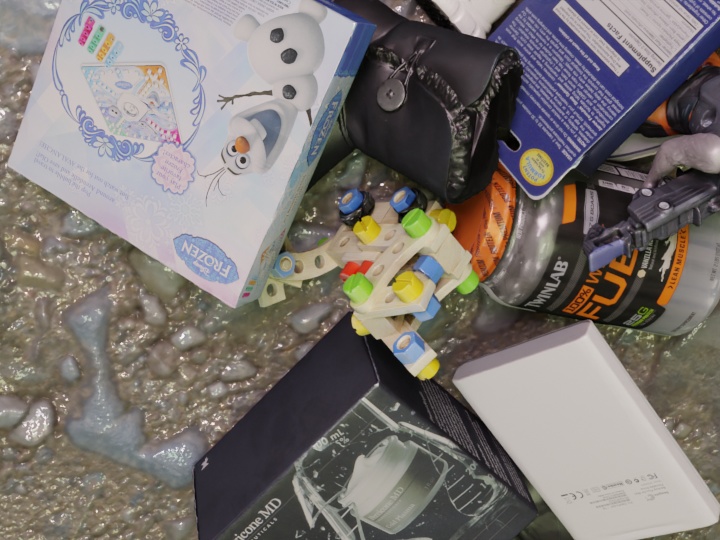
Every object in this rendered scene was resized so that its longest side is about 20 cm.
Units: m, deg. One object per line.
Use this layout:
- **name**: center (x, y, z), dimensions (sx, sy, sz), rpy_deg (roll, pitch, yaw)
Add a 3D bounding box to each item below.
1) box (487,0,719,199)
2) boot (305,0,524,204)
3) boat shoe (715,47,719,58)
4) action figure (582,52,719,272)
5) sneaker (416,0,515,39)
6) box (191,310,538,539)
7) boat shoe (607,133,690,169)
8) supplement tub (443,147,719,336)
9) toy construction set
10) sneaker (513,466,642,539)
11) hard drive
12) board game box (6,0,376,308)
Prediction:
- **box**: center (0.158, -0.152, 0.720), dimensions (0.200, 0.122, 0.032), rpy_deg (-45, 149, 17)
- **boot**: center (0.002, -0.084, 0.726), dimensions (0.201, 0.167, 0.076), rpy_deg (-61, 151, 6)
- **boat shoe**: center (0.344, -0.197, 0.814), dimensions (0.198, 0.071, 0.071), rpy_deg (-14, 110, 4)
- **action figure**: center (0.213, -0.093, 0.730), dimensions (0.199, 0.194, 0.105), rpy_deg (-33, 146, -16)
- **sneaker**: center (0.041, -0.242, 0.730), dimensions (0.080, 0.074, 0.200), rpy_deg (-44, 124, 6)
- **box**: center (0.001, 0.180, 0.889), dimensions (0.200, 0.124, 0.196), rpy_deg (-45, 114, 11)
- **boat shoe**: center (0.272, -0.110, 0.842), dimensions (0.198, 0.071, 0.070), rpy_deg (-20, 117, -9)
- **supplement tub**: center (0.168, -0.024, 0.827), dimensions (0.198, 0.123, 0.124), rpy_deg (10, 113, -17)
- **toy construction set**: center (0.000, 0.000, 0.781), dimensions (0.132, 0.199, 0.092), rpy_deg (-58, 137, -21)
- **sneaker**: center (0.184, 0.243, 0.991), dimensions (0.200, 0.071, 0.099), rpy_deg (41, 103, -20)
- **hard drive**: center (0.181, 0.139, 0.873), dimensions (0.131, 0.026, 0.201), rpy_deg (-24, 112, 39)
- **board game box**: center (-0.117, -0.112, 0.709), dimensions (0.199, 0.043, 0.200), rpy_deg (31, 109, 14)
